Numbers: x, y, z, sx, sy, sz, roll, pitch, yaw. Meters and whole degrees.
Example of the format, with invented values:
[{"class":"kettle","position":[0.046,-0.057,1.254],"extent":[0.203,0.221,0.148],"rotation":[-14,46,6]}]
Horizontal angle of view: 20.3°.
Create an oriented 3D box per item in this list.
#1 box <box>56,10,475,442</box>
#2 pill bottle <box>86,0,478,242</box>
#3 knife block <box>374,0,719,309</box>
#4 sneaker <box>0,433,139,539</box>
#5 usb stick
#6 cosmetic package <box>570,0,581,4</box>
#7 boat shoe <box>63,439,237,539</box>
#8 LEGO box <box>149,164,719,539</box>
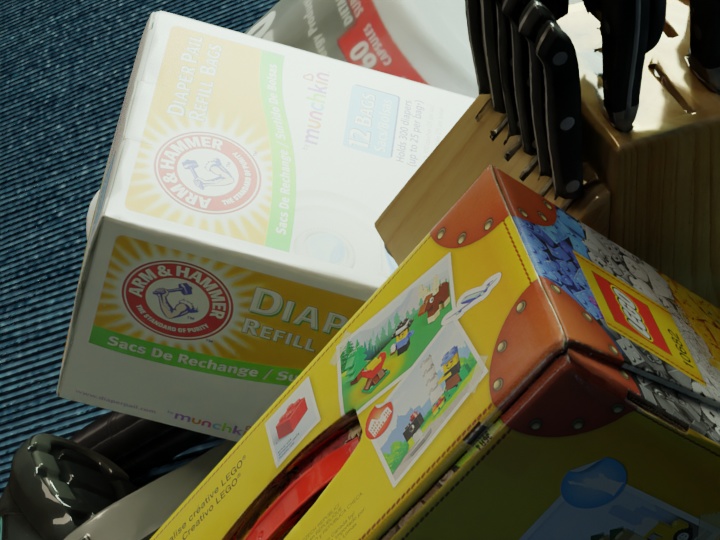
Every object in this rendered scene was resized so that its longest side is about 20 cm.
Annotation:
[{"class":"box","position":[0.000,0.000,0.738],"extent":[0.102,0.199,0.113],"rotation":[112,170,-47]},{"class":"pill bottle","position":[-0.019,-0.051,0.849],"extent":[0.200,0.114,0.114],"rotation":[-38,21,31]},{"class":"knife block","position":[0.099,-0.041,0.573],"extent":[0.176,0.200,0.064],"rotation":[-48,44,19]},{"class":"sneaker","position":[-0.112,0.148,0.812],"extent":[0.079,0.075,0.200],"rotation":[-56,28,13]},{"class":"usb stick","position":[-0.065,0.055,0.868],"extent":[0.055,0.033,0.200],"rotation":[-19,-8,-43]},{"class":"cosmetic package","position":[0.133,-0.109,0.889],"extent":[0.199,0.108,0.085],"rotation":[-14,56,34]},{"class":"boat shoe","position":[-0.031,0.094,0.793],"extent":[0.200,0.064,0.071],"rotation":[-29,-14,-39]},{"class":"LEGO box","position":[0.032,0.094,0.552],"extent":[0.200,0.149,0.077],"rotation":[-47,32,21]}]
